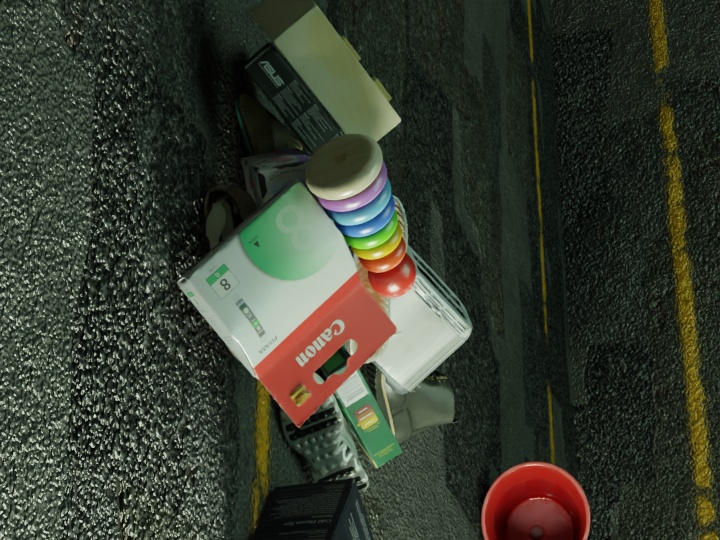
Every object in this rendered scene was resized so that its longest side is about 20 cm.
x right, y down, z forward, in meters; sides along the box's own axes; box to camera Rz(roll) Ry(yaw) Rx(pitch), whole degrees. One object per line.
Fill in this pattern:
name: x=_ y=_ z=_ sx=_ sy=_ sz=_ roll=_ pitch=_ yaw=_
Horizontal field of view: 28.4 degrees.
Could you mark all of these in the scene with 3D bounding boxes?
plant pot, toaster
plant pot: x=0.320 y=0.463 z=2.581 sx=0.177 sy=0.198 sz=0.202 roll=64 pitch=22 yaw=-69
toaster: x=0.052 y=0.060 z=1.798 sx=0.200 sy=0.129 sz=0.114 roll=46 pitch=13 yaw=-21

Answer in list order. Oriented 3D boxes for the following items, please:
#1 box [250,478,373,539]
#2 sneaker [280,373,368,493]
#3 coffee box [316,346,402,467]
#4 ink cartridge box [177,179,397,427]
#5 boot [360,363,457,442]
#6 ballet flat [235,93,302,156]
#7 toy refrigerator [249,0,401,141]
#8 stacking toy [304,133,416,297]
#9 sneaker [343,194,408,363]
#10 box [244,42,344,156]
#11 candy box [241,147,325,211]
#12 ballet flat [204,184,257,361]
box: x=-0.047 y=0.365 z=1.555 sx=0.182 sy=0.103 sz=0.202 roll=-65 pitch=143 yaw=-62
sneaker: x=-0.048 y=0.188 z=1.709 sx=0.081 sy=0.074 sz=0.201 roll=-99 pitch=172 yaw=-50
coffee box: x=-0.018 y=0.144 z=1.757 sx=0.123 sy=0.044 sz=0.201 roll=52 pitch=-8 yaw=43
ink cartridge box: x=-0.066 y=0.035 z=1.467 sx=0.200 sy=0.161 sz=0.050 roll=51 pitch=-20 yaw=-9
boot: x=0.062 y=0.132 z=1.944 sx=0.077 sy=0.137 sz=0.202 roll=24 pitch=-58 yaw=57
ballet flat: x=-0.092 y=-0.121 z=1.692 sx=0.071 sy=0.070 sz=0.202 roll=-63 pitch=141 yaw=-62
toy refrigerator: x=-0.035 y=-0.231 z=1.612 sx=0.200 sy=0.070 sz=0.076 roll=50 pitch=3 yaw=-43
stacking toy: x=0.014 y=-0.048 z=1.518 sx=0.201 sy=0.085 sz=0.086 roll=62 pitch=26 yaw=-42
sneaker: x=0.000 y=0.000 z=1.631 sx=0.080 sy=0.071 sz=0.202 roll=37 pitch=-57 yaw=53
box: x=-0.058 y=-0.172 z=1.640 sx=0.201 sy=0.047 sz=0.193 roll=52 pitch=0 yaw=-9
candy box: x=-0.074 y=-0.029 z=1.591 sx=0.168 sy=0.071 sz=0.202 roll=-138 pitch=-142 yaw=-76
ballet flat: x=-0.138 y=-0.001 z=1.507 sx=0.067 sy=0.068 sz=0.202 roll=39 pitch=35 yaw=-60
